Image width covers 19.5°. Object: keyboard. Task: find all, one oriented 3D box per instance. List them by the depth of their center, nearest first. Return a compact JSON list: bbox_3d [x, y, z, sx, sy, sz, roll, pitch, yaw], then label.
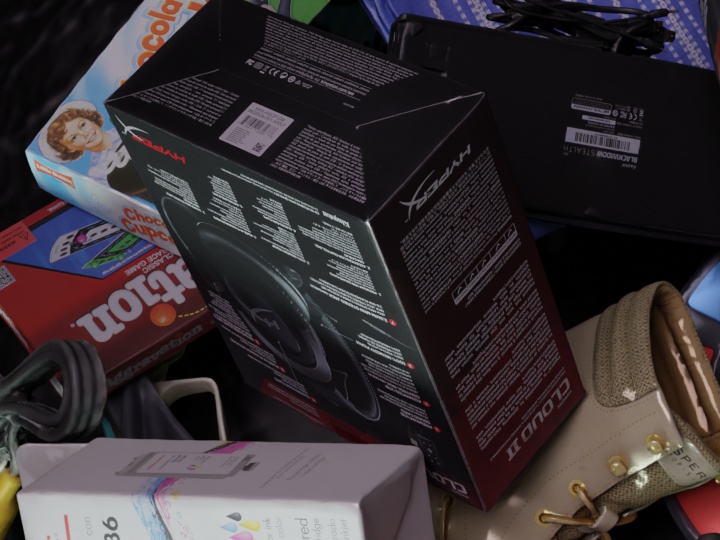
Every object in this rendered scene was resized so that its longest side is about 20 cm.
[{"bbox_3d":[0.102,-0.071,0.926,0.199,0.040,0.105,9,90,-18],"label":"keyboard"}]

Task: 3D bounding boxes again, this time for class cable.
[{"bbox_3d":[-0.160,0.068,1.002,0.200,0.050,0.098,-38,50,46],"label":"cable"}]

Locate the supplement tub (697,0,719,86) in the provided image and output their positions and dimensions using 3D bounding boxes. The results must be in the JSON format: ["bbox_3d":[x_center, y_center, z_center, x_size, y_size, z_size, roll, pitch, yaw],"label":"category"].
[{"bbox_3d":[0.193,-0.144,0.907,0.106,0.107,0.201,-18,39,14],"label":"supplement tub"}]

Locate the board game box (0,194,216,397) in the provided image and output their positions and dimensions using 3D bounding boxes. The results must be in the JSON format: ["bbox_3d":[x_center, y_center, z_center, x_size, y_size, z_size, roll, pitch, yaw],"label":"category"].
[{"bbox_3d":[-0.085,-0.020,1.038,0.199,0.019,0.103,-32,61,-18],"label":"board game box"}]

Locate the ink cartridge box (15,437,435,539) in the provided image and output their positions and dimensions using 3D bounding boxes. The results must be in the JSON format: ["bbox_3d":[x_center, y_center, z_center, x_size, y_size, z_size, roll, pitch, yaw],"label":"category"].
[{"bbox_3d":[-0.069,0.135,0.877,0.199,0.067,0.117,-1,105,26],"label":"ink cartridge box"}]

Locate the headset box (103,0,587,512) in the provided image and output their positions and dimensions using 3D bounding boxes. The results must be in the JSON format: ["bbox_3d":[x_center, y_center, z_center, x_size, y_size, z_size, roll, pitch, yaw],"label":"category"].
[{"bbox_3d":[0.000,0.000,0.863,0.148,0.201,0.077,25,63,38],"label":"headset box"}]

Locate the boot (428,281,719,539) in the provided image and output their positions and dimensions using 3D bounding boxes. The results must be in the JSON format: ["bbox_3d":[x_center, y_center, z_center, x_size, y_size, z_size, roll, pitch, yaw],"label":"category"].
[{"bbox_3d":[0.091,0.115,0.911,0.155,0.073,0.201,-23,56,32],"label":"boot"}]

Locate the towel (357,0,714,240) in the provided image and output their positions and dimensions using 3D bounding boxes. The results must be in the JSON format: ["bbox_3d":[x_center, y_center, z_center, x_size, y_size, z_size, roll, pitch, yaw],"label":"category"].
[{"bbox_3d":[0.108,-0.115,0.961,0.199,0.024,0.145,-31,87,-25],"label":"towel"}]

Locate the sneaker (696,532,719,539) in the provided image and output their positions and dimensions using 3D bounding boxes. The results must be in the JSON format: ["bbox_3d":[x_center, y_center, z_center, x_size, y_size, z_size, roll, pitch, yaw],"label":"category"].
[{"bbox_3d":[0.134,0.211,0.867,0.086,0.074,0.202,-8,78,27],"label":"sneaker"}]

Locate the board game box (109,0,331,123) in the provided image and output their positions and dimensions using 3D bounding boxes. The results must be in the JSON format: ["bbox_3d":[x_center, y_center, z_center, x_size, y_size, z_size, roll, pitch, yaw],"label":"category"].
[{"bbox_3d":[-0.026,-0.139,0.970,0.029,0.134,0.200,45,72,-10],"label":"board game box"}]

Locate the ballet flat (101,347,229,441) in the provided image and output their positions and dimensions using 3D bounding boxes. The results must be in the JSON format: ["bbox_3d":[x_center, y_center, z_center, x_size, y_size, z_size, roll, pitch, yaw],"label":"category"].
[{"bbox_3d":[-0.108,0.060,1.036,0.073,0.073,0.200,-35,58,5],"label":"ballet flat"}]

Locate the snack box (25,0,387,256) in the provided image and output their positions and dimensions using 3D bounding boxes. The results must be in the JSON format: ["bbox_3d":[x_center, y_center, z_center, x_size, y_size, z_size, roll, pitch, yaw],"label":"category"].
[{"bbox_3d":[-0.063,-0.101,1.054,0.116,0.037,0.200,24,63,19],"label":"snack box"}]

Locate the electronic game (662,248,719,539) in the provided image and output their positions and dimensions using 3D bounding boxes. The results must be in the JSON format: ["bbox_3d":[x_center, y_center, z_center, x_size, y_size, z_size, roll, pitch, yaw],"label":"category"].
[{"bbox_3d":[0.222,0.057,0.917,0.199,0.042,0.201,-7,68,18],"label":"electronic game"}]
